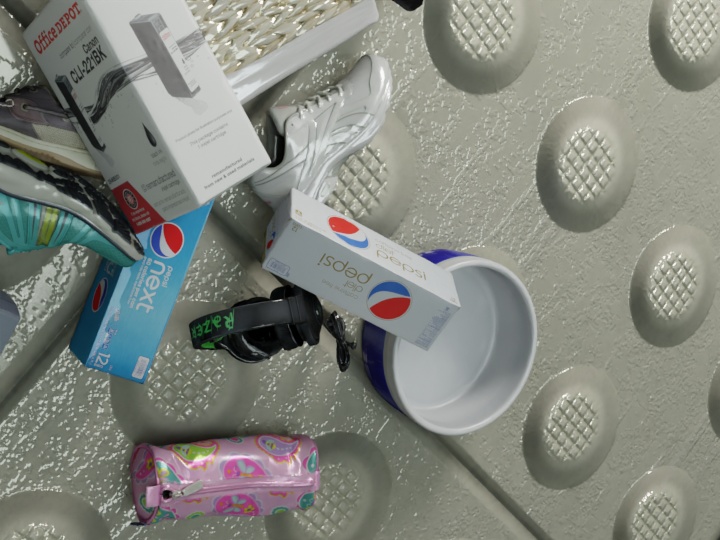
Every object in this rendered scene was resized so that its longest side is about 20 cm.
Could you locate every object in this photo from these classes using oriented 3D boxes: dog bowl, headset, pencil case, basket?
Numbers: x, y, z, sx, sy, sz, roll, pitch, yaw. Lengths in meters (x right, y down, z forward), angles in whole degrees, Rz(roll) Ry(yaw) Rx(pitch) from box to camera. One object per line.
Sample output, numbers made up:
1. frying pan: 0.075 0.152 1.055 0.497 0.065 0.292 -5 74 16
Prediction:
1. dog bowl: 0.103 0.080 1.175 0.197 0.079 0.204 -7 105 -28
2. headset: -0.081 0.066 1.041 0.199 0.122 0.096 -3 78 -52
3. pencil case: -0.140 0.216 1.063 0.197 0.087 0.089 3 100 -31
4. basket: -0.107 -0.241 0.951 0.199 0.135 0.125 -35 114 -19

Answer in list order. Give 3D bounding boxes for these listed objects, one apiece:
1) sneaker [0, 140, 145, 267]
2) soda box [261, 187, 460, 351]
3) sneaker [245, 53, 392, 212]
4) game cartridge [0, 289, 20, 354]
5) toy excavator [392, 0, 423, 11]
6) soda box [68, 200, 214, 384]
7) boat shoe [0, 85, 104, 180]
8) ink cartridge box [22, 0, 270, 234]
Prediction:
1. sneaker: -0.278 -0.050 0.879 0.198 0.078 0.080 27 103 -32
2. soda box: 0.000 0.000 1.026 0.198 0.068 0.064 28 115 -18
3. sneaker: -0.044 -0.148 1.043 0.099 0.078 0.202 37 81 -27
4. game cartridge: -0.393 0.056 0.851 0.198 0.042 0.134 9 121 -48
5. toy excavator: 0.062 -0.400 1.039 0.099 0.202 0.194 26 132 -32
6. soda box: -0.208 -0.002 0.983 0.064 0.068 0.203 22 89 -31
7. boat shoe: -0.290 -0.132 0.910 0.197 0.072 0.066 17 82 -30
8. ink cartridge box: -0.182 -0.147 0.858 0.083 0.143 0.202 -34 102 -32
